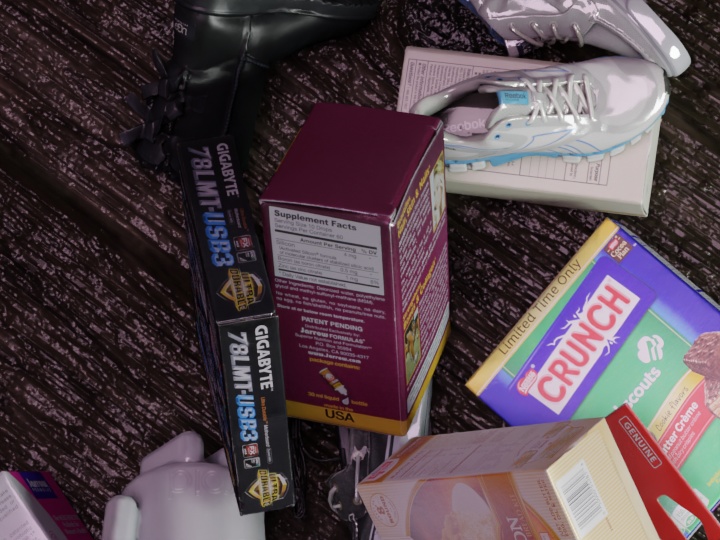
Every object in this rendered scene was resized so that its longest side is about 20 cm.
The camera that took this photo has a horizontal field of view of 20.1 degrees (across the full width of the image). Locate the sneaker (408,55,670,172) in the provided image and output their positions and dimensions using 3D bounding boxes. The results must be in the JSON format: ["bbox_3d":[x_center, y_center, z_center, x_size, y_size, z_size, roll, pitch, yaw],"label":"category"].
[{"bbox_3d":[0.127,-0.116,1.479,0.198,0.087,0.076,-12,80,9],"label":"sneaker"}]

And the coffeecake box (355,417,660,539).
[{"bbox_3d":[0.111,0.194,1.434,0.199,0.073,0.154,-12,108,50],"label":"coffeecake box"}]

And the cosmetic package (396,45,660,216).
[{"bbox_3d":[0.128,-0.106,1.558,0.198,0.071,0.106,9,85,12],"label":"cosmetic package"}]

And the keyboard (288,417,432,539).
[{"bbox_3d":[-0.005,0.145,1.586,0.126,0.021,0.202,-10,82,10],"label":"keyboard"}]

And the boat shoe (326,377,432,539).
[{"bbox_3d":[0.010,0.167,1.545,0.070,0.072,0.202,5,73,13],"label":"boat shoe"}]

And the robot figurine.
[{"bbox_3d":[-0.127,0.225,1.533,0.113,0.169,0.201,-36,45,39],"label":"robot figurine"}]

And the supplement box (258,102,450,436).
[{"bbox_3d":[0.000,0.000,1.476,0.102,0.131,0.201,9,129,16],"label":"supplement box"}]

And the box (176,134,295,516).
[{"bbox_3d":[-0.092,0.040,1.485,0.049,0.200,0.201,-10,43,-7],"label":"box"}]

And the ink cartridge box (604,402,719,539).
[{"bbox_3d":[0.190,0.215,1.461,0.045,0.176,0.200,-34,84,-39],"label":"ink cartridge box"}]

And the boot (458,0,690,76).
[{"bbox_3d":[0.152,-0.191,1.561,0.096,0.074,0.200,-46,69,-4],"label":"boot"}]

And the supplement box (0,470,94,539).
[{"bbox_3d":[-0.244,0.264,1.581,0.103,0.101,0.200,-38,79,6],"label":"supplement box"}]

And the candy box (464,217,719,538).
[{"bbox_3d":[0.208,0.087,1.519,0.200,0.077,0.169,41,95,14],"label":"candy box"}]

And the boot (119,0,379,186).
[{"bbox_3d":[-0.086,-0.151,1.591,0.073,0.197,0.164,39,123,40],"label":"boot"}]
